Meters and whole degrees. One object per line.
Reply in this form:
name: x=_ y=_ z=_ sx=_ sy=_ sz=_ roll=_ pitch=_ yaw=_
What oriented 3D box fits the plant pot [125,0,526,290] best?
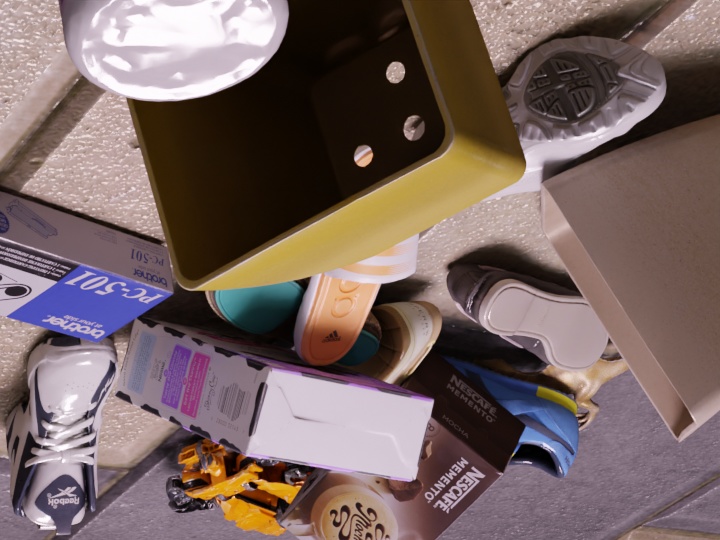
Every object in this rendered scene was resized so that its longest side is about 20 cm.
plant pot: x=-0.009 y=-0.104 z=1.185 sx=0.200 sy=0.201 sz=0.176 roll=-27 pitch=158 yaw=26

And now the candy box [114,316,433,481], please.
candy box: x=-0.071 y=0.101 z=1.526 sx=0.167 sy=0.072 sz=0.200 roll=14 pitch=-179 yaw=-39

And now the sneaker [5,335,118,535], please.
sneaker: x=-0.244 y=0.147 z=1.589 sx=0.079 sy=0.130 sz=0.199 roll=6 pitch=146 yaw=-30

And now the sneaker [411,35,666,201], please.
sneaker: x=0.136 y=-0.104 z=1.360 sx=0.199 sy=0.078 sz=0.099 roll=-20 pitch=158 yaw=32

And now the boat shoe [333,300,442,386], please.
boat shoe: x=0.003 y=0.086 z=1.633 sx=0.066 sy=0.074 sz=0.200 roll=-18 pitch=166 yaw=-39

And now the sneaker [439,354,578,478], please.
sneaker: x=0.099 y=0.132 z=1.702 sx=0.199 sy=0.079 sz=0.066 roll=16 pitch=147 yaw=-7

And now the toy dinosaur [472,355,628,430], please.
toy dinosaur: x=0.204 y=0.097 z=1.743 sx=0.199 sy=0.058 sz=0.101 roll=-10 pitch=150 yaw=-3

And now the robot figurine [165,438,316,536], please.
robot figurine: x=-0.095 y=0.197 z=1.808 sx=0.145 sy=0.058 sz=0.200 roll=-24 pitch=150 yaw=20

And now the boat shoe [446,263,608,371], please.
boat shoe: x=0.144 y=0.034 z=1.625 sx=0.200 sy=0.057 sz=0.067 roll=23 pitch=100 yaw=-51

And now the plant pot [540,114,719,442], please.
plant pot: x=0.259 y=-0.010 z=1.413 sx=0.177 sy=0.200 sz=0.200 roll=-32 pitch=170 yaw=-1

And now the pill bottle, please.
pill bottle: x=-0.105 y=-0.195 z=0.962 sx=0.112 sy=0.201 sz=0.112 roll=-10 pitch=151 yaw=-5

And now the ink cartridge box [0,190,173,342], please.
ink cartridge box: x=-0.243 y=-0.005 z=1.409 sx=0.094 sy=0.044 sz=0.200 roll=-31 pitch=146 yaw=34

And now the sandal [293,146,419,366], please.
sandal: x=0.007 y=-0.001 z=1.431 sx=0.079 sy=0.059 sz=0.207 roll=-9 pitch=130 yaw=-32

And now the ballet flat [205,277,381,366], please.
ballet flat: x=-0.060 y=0.019 z=1.496 sx=0.070 sy=0.065 sz=0.200 roll=-38 pitch=142 yaw=15

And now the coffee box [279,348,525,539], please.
coffee box: x=0.036 y=0.179 z=1.676 sx=0.113 sy=0.080 sz=0.200 roll=40 pitch=124 yaw=-3
